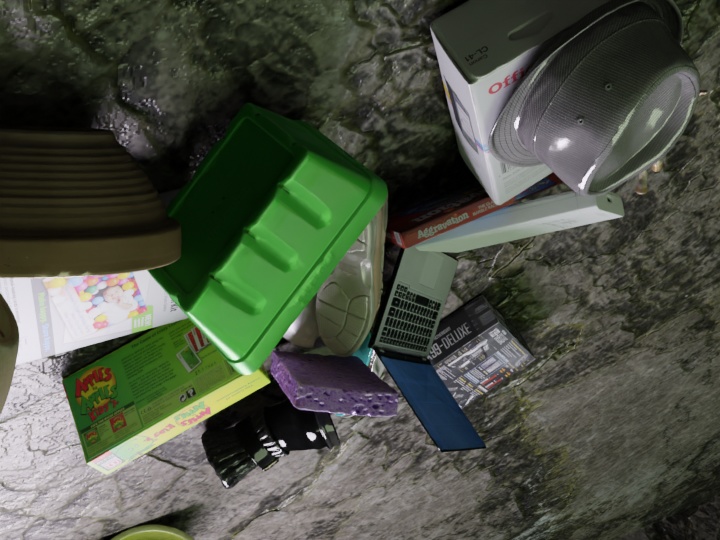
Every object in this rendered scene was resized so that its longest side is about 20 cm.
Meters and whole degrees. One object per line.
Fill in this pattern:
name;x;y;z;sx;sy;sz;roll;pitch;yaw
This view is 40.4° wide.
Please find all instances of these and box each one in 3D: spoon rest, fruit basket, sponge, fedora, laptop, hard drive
spoon rest;-0.068;0.048;1.095;0.099;0.061;0.199;-42;161;17
fruit basket;-0.074;-0.024;0.858;0.214;0.155;0.218;-28;139;-28
sponge;-0.034;0.124;1.097;0.110;0.030;0.200;6;-176;-14
fedora;0.215;-0.134;0.842;0.176;0.091;0.200;11;128;-50
laptop;0.098;0.084;1.095;0.187;0.114;0.203;21;87;-67
hard drive;0.171;-0.052;1.051;0.197;0.027;0.131;-13;174;26

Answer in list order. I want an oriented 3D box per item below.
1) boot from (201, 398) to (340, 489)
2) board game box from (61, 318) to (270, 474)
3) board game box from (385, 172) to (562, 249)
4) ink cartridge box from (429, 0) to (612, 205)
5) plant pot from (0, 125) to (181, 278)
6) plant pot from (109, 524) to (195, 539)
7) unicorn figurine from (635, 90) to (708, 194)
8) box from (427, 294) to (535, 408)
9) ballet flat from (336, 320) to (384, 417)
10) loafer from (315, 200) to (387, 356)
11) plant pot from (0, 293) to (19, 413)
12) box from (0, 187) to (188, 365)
boot;-0.113;0.207;1.205;0.156;0.081;0.211;-21;174;-14
board game box;-0.204;0.116;1.022;0.198;0.102;0.048;-29;150;0
board game box;0.117;-0.074;1.028;0.197;0.103;0.020;-23;105;-12
ink cartridge box;0.156;-0.174;0.908;0.146;0.086;0.201;-30;149;-2
plant pot;-0.228;-0.056;0.708;0.198;0.200;0.094;-4;102;-36
plant pot;-0.317;0.497;1.449;0.197;0.203;0.190;-15;161;-22
unicorn figurine;0.290;-0.152;1.001;0.072;0.201;0.139;3;120;6
box;0.150;0.126;1.391;0.157;0.050;0.200;-36;150;10
ballet flat;0.011;0.122;1.253;0.063;0.068;0.201;-18;149;-31
loafer;0.000;0.000;1.022;0.063;0.071;0.203;-37;144;-44
plant pot;-0.340;0.061;0.737;0.134;0.201;0.200;-38;150;4
box;-0.248;0.009;0.886;0.197;0.041;0.157;-16;147;-24
